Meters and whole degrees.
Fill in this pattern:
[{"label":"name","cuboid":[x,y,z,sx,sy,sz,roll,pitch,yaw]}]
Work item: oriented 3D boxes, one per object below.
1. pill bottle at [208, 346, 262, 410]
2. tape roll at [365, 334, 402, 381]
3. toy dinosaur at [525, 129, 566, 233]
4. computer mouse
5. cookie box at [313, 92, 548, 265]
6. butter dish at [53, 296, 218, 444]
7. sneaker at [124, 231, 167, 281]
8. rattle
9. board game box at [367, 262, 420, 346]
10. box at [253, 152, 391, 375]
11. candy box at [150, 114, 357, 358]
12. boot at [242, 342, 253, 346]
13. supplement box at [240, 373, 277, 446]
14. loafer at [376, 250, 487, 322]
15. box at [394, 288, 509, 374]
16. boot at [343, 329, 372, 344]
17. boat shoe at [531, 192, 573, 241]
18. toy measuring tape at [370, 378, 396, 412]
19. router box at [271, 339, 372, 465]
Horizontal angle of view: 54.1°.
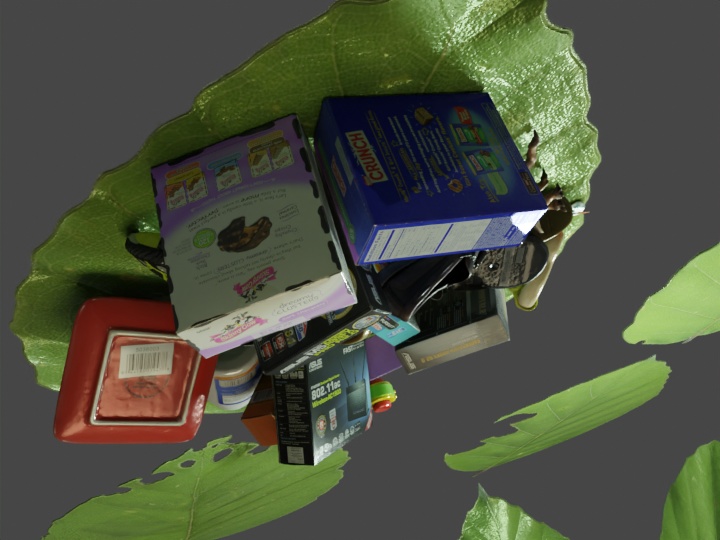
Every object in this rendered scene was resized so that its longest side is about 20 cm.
[{"label":"pill bottle","cuboid":[-0.205,0.146,1.102,0.111,0.113,0.201,-12,153,-14]},{"label":"tape roll","cuboid":[0.026,0.147,1.228,0.198,0.066,0.200,-24,174,-3]},{"label":"toy dinosaur","cuboid":[0.191,-0.097,0.936,0.134,0.087,0.200,-24,157,11]},{"label":"computer mouse","cuboid":[0.158,-0.023,0.960,0.198,0.053,0.140,-2,126,-12]},{"label":"cookie box","cuboid":[0.068,-0.102,0.745,0.198,0.172,0.075,-7,148,-21]},{"label":"butter dish","cuboid":[-0.309,0.118,0.959,0.198,0.148,0.201,9,103,-35]},{"label":"sneaker","cuboid":[-0.176,-0.020,0.806,0.198,0.077,0.076,12,160,18]},{"label":"rattle","cuboid":[0.262,-0.044,1.138,0.130,0.142,0.201,-39,152,-39]},{"label":"board game box","cuboid":[0.000,0.000,0.912,0.047,0.152,0.200,-29,152,13]},{"label":"box","cuboid":[-0.070,-0.005,0.801,0.159,0.202,0.044,-31,156,26]},{"label":"candy box","cuboid":[-0.111,-0.037,0.714,0.166,0.202,0.072,-19,150,3]},{"label":"boot","cuboid":[-0.118,0.033,0.920,0.198,0.133,0.070,-11,152,-16]},{"label":"supplement box","cuboid":[-0.110,0.172,1.094,0.068,0.201,0.067,-15,121,31]},{"label":"loafer","cuboid":[0.099,0.003,0.831,0.199,0.063,0.072,-27,148,-31]},{"label":"box","cuboid":[0.135,0.052,1.051,0.157,0.201,0.049,-22,117,18]},{"label":"boot","cuboid":[0.010,0.066,1.073,0.154,0.074,0.199,-5,179,-28]},{"label":"boat shoe","cuboid":[0.216,-0.060,1.044,0.199,0.072,0.066,-23,-178,-13]},{"label":"toy measuring tape","cuboid":[0.015,0.268,1.526,0.073,0.074,0.199,-37,149,32]},{"label":"router box","cuboid":[-0.052,0.183,1.045,0.062,0.152,0.200,-4,-176,26]}]
